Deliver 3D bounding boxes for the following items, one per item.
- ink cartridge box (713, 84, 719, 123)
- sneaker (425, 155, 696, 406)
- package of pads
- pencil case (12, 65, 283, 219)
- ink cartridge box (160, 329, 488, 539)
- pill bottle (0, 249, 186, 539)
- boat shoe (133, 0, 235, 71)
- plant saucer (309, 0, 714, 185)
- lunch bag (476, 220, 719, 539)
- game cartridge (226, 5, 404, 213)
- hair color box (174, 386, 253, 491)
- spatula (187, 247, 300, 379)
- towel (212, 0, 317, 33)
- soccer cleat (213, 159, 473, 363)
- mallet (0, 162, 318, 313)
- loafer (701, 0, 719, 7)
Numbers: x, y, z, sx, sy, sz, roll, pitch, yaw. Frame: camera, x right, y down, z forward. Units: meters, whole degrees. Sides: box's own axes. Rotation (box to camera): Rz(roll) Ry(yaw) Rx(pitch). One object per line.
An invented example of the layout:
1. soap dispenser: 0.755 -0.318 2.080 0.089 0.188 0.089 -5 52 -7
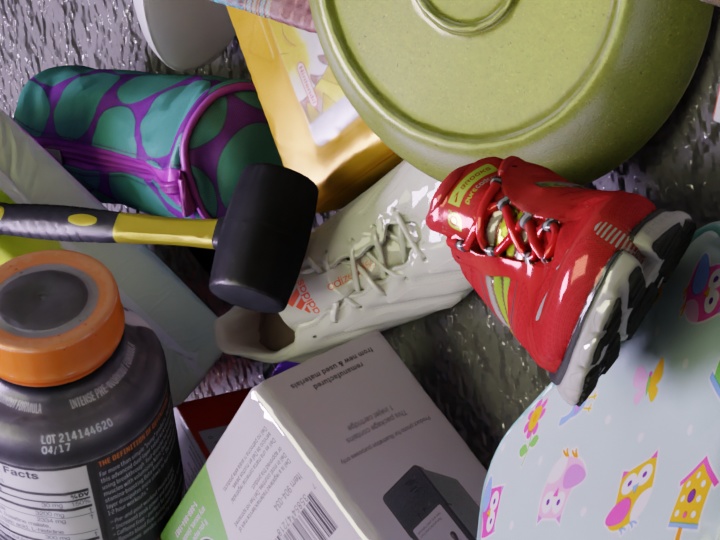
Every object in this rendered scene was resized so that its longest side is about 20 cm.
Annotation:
1. ink cartridge box: 0.208 -0.065 0.577 0.200 0.050 0.110 35 126 46
2. sneaker: 0.063 -0.005 0.667 0.077 0.085 0.200 -56 2 -1
3. package of pads: -0.180 -0.004 1.018 0.200 0.068 0.154 45 160 -12
4. pencil case: -0.114 -0.067 0.985 0.199 0.092 0.086 11 117 51
5. ink cartridge box: 0.011 0.155 0.849 0.200 0.084 0.146 52 138 17
6. pill bottle: -0.144 0.086 0.904 0.106 0.106 0.201 44 149 39
7. boat shoe: -0.104 -0.205 0.940 0.068 0.071 0.201 36 140 46
8. plant saucer: 0.050 -0.127 0.742 0.199 0.031 0.201 9 105 35
9. lunch bag: 0.117 0.084 0.676 0.200 0.077 0.161 -51 23 44
10. game cartridge: 0.009 -0.147 0.832 0.200 0.032 0.177 -35 70 46
11. hair color box: -0.087 0.176 1.035 0.111 0.064 0.201 56 137 30
12. spatula: -0.059 0.030 0.994 0.057 0.020 0.200 -56 51 29
13. towel: -0.016 -0.209 0.816 0.146 0.022 0.201 24 112 43
14. soccer cleat: 0.000 0.000 0.858 0.200 0.077 0.070 -39 67 51
15. mallet: -0.112 -0.011 0.871 0.199 0.041 0.066 -3 67 28
16. loafer: 0.143 -0.099 0.558 0.200 0.067 0.076 38 127 44
